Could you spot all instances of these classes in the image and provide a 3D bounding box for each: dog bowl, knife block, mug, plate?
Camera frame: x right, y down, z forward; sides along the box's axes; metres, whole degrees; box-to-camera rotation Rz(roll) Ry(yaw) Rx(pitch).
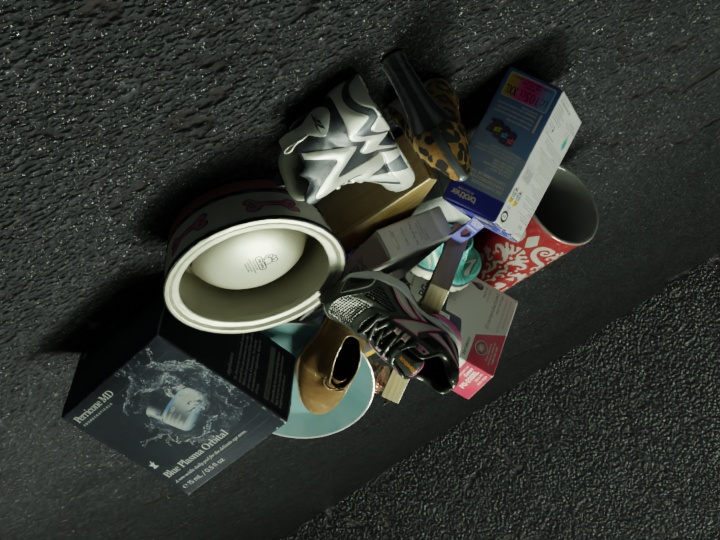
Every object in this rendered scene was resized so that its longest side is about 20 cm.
[{"bbox_3d":[-0.120,-0.018,1.233,0.198,0.074,0.201,-12,145,-9],"label":"dog bowl"},{"bbox_3d":[-0.021,-0.066,1.337,0.175,0.064,0.200,-23,167,-23],"label":"knife block"},{"bbox_3d":[0.223,-0.068,1.699,0.200,0.177,0.134,-42,-165,51],"label":"mug"},{"bbox_3d":[-0.080,0.136,1.465,0.198,0.026,0.201,1,128,2],"label":"plate"}]

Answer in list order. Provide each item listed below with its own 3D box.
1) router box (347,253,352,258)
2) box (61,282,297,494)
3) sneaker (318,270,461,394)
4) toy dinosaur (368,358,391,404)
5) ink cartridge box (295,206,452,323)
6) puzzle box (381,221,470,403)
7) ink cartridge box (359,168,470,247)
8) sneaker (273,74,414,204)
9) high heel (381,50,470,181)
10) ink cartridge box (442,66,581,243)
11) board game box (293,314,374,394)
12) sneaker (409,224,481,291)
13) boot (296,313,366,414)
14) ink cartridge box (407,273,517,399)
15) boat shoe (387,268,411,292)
[{"bbox_3d":[-0.103,0.055,1.591,0.148,0.051,0.200,-15,157,-38],"label":"router box"},{"bbox_3d":[-0.217,0.141,1.385,0.200,0.118,0.196,37,122,-24],"label":"box"},{"bbox_3d":[0.045,0.073,1.277,0.199,0.087,0.080,26,124,-28],"label":"sneaker"},{"bbox_3d":[-0.050,0.139,1.572,0.199,0.136,0.086,-18,164,-10],"label":"toy dinosaur"},{"bbox_3d":[0.000,0.000,1.402,0.175,0.045,0.200,-23,172,-24],"label":"ink cartridge box"},{"bbox_3d":[0.081,0.052,1.413,0.133,0.025,0.201,-64,176,-51],"label":"puzzle box"},{"bbox_3d":[0.079,-0.086,1.521,0.198,0.048,0.160,-14,166,8],"label":"ink cartridge box"},{"bbox_3d":[-0.024,-0.113,1.183,0.129,0.080,0.199,-28,163,5],"label":"sneaker"},{"bbox_3d":[0.085,-0.133,1.184,0.071,0.143,0.200,-31,163,11],"label":"high heel"},{"bbox_3d":[0.172,-0.117,1.334,0.201,0.076,0.136,-64,158,1],"label":"ink cartridge box"},{"bbox_3d":[-0.023,0.079,1.536,0.199,0.096,0.030,-28,166,-11],"label":"board game box"},{"bbox_3d":[0.123,-0.023,1.567,0.079,0.078,0.200,-29,160,24],"label":"sneaker"},{"bbox_3d":[-0.036,0.122,1.387,0.073,0.076,0.201,11,134,-10],"label":"boot"},{"bbox_3d":[0.107,0.066,1.640,0.084,0.199,0.145,-52,-170,52],"label":"ink cartridge box"},{"bbox_3d":[0.015,0.057,1.430,0.072,0.063,0.200,-23,171,-25],"label":"boat shoe"}]
